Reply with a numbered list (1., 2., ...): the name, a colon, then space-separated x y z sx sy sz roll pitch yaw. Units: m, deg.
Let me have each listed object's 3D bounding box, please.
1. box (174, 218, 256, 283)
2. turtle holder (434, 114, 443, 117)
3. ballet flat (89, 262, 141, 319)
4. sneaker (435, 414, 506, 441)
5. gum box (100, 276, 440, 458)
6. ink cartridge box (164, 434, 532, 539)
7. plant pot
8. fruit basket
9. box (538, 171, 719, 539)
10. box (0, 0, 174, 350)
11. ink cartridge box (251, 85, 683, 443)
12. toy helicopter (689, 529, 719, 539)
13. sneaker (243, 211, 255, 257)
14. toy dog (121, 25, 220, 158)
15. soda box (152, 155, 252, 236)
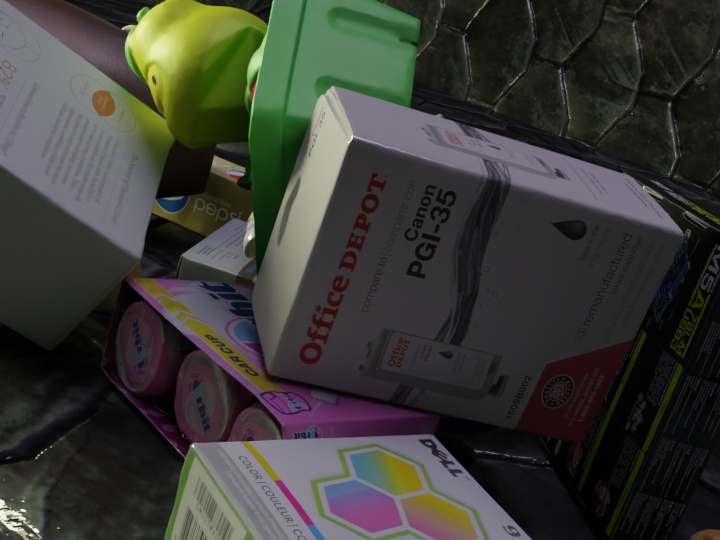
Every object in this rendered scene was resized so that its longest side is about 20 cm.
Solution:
1. box: -0.040 0.017 0.910 0.198 0.042 0.156 19 16 5
2. turtle holder: 0.027 -0.049 1.022 0.184 0.133 0.141 -23 9 32
3. ballet flat: -0.205 -0.027 0.846 0.068 0.064 0.200 10 17 -21
4. sneaker: 0.017 0.059 0.733 0.198 0.082 0.083 16 -2 24
5. gum box: -0.056 0.074 0.643 0.113 0.067 0.199 4 20 -41
6. ink cartridge box: 0.018 0.132 0.519 0.198 0.060 0.104 5 23 -35
7. plant pot: -0.227 -0.139 0.973 0.198 0.189 0.187 13 16 -12
8. fruit basket: -0.067 -0.101 0.710 0.213 0.157 0.216 7 -28 3
9. box: 0.185 0.052 0.719 0.047 0.202 0.193 16 14 -14
10. box: -0.235 -0.076 0.687 0.199 0.106 0.153 37 31 -25
11. ink cartridge box: 0.054 0.001 0.610 0.198 0.148 0.083 14 24 -17
12. toy helicopter: 0.291 0.191 0.632 0.198 0.080 0.132 7 23 8
13. sneaker: 0.000 0.000 0.848 0.198 0.075 0.100 23 43 7
14. toy dog: -0.225 -0.214 1.349 0.193 0.140 0.200 32 17 5
15. soda box: -0.144 -0.073 1.070 0.199 0.065 0.068 24 17 23
